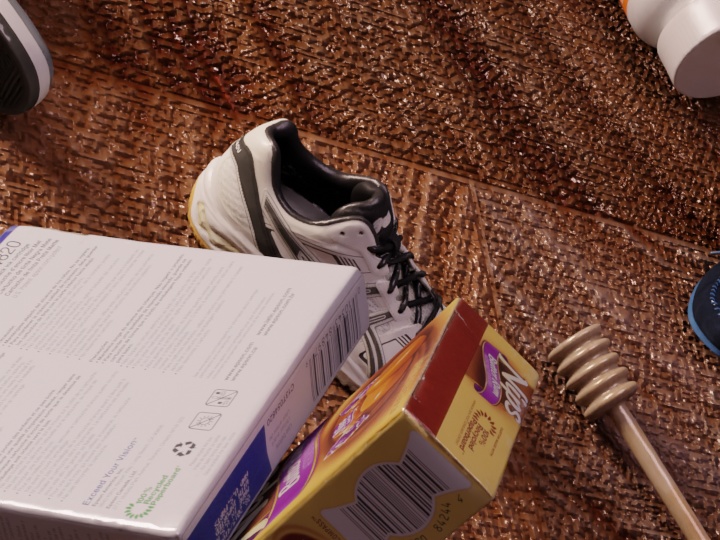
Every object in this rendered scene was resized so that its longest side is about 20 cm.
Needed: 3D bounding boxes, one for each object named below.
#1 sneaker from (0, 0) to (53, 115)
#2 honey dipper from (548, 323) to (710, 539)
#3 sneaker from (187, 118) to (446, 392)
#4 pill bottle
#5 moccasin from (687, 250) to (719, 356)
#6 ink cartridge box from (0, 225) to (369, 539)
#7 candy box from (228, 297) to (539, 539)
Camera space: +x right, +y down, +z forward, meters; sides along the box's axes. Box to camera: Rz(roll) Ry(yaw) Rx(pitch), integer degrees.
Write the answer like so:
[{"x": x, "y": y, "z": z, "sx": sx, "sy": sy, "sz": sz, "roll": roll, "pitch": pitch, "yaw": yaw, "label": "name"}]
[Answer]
[{"x": -0.205, "y": -0.181, "z": 1.025, "sx": 0.120, "sy": 0.084, "sz": 0.200, "roll": -33, "pitch": 79, "yaw": -39, "label": "sneaker"}, {"x": 0.176, "y": 0.126, "z": 1.104, "sx": 0.038, "sy": 0.038, "sz": 0.201, "roll": -18, "pitch": 73, "yaw": -45, "label": "honey dipper"}, {"x": 0.000, "y": 0.000, "z": 1.026, "sx": 0.199, "sy": 0.088, "sz": 0.076, "roll": 37, "pitch": 39, "yaw": -9, "label": "sneaker"}, {"x": 0.235, "y": -0.234, "z": 1.390, "sx": 0.109, "sy": 0.110, "sz": 0.202, "roll": 4, "pitch": 54, "yaw": -36, "label": "pill bottle"}, {"x": 0.287, "y": -0.002, "z": 1.267, "sx": 0.081, "sy": 0.068, "sz": 0.199, "roll": 49, "pitch": 41, "yaw": 9, "label": "moccasin"}, {"x": -0.122, "y": 0.055, "z": 0.868, "sx": 0.198, "sy": 0.041, "sz": 0.200, "roll": 8, "pitch": 37, "yaw": 23, "label": "ink cartridge box"}, {"x": -0.017, "y": 0.111, "z": 0.816, "sx": 0.056, "sy": 0.200, "sz": 0.117, "roll": 43, "pitch": 25, "yaw": -4, "label": "candy box"}]
